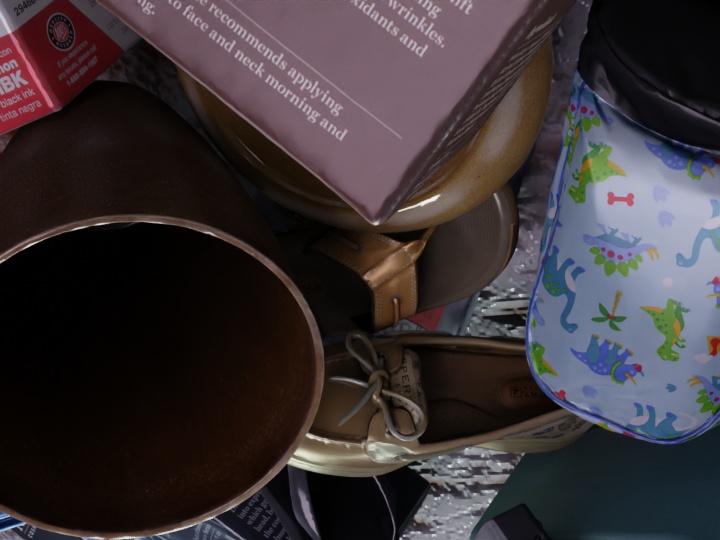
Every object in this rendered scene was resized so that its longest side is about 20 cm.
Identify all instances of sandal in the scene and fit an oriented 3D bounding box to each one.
[{"bbox_3d":[-0.010,0.124,1.154,0.201,0.076,0.043,68,157,8],"label":"sandal"},{"bbox_3d":[0.000,0.000,1.144,0.199,0.054,0.081,-23,106,34],"label":"sandal"}]

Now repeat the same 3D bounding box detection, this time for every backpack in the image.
[{"bbox_3d":[0.155,-0.015,1.065,0.162,0.154,0.201,22,138,4],"label":"backpack"}]

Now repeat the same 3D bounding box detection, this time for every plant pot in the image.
[{"bbox_3d":[-0.006,-0.105,1.055,0.198,0.028,0.201,9,118,18],"label":"plant pot"},{"bbox_3d":[0.168,0.160,1.150,0.199,0.141,0.142,0,118,28],"label":"plant pot"},{"bbox_3d":[-0.124,-0.003,1.091,0.185,0.201,0.188,-5,125,-7],"label":"plant pot"}]

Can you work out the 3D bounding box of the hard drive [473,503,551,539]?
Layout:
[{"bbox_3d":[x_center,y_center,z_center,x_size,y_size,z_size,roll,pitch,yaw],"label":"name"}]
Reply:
[{"bbox_3d":[0.109,0.233,1.091,0.200,0.033,0.140,54,148,23],"label":"hard drive"}]

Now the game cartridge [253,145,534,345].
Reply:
[{"bbox_3d":[0.004,-0.013,1.191,0.132,0.041,0.201,28,126,13],"label":"game cartridge"}]

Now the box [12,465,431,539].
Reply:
[{"bbox_3d":[-0.086,0.132,1.254,0.199,0.107,0.149,36,141,4],"label":"box"}]

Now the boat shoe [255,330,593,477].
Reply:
[{"bbox_3d":[0.041,0.061,1.134,0.063,0.199,0.074,137,124,-60],"label":"boat shoe"}]

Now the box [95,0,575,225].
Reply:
[{"bbox_3d":[0.020,-0.158,0.913,0.166,0.164,0.200,39,112,3],"label":"box"}]

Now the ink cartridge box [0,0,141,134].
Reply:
[{"bbox_3d":[-0.198,-0.184,1.118,0.083,0.144,0.201,-19,109,31],"label":"ink cartridge box"}]

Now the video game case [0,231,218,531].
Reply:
[{"bbox_3d":[-0.159,0.062,1.163,0.199,0.144,0.018,-17,143,5],"label":"video game case"}]
